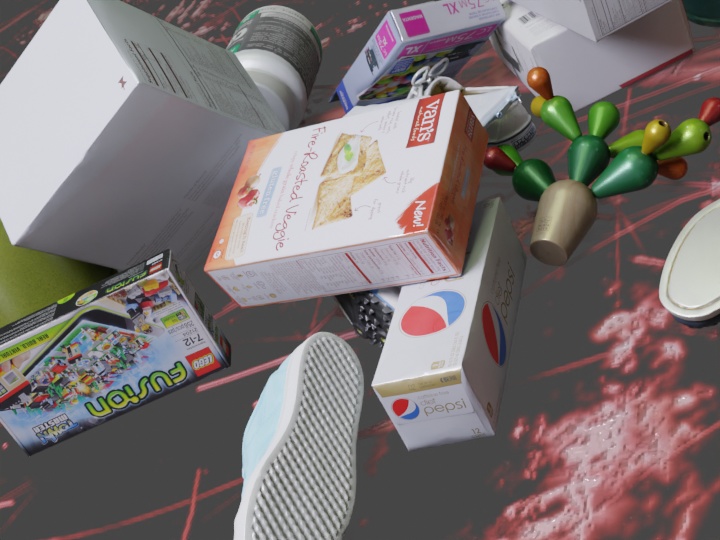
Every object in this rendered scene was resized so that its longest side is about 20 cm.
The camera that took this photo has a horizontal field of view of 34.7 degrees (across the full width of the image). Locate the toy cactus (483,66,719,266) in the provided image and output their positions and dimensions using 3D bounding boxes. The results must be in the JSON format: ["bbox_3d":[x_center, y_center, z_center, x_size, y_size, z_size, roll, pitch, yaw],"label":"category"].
[{"bbox_3d":[0.174,-0.081,0.904,0.199,0.102,0.166,5,52,33],"label":"toy cactus"}]

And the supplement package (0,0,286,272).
[{"bbox_3d":[-0.210,-0.118,1.052,0.191,0.200,0.147,-47,57,19],"label":"supplement package"}]

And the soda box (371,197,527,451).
[{"bbox_3d":[0.069,0.033,0.826,0.068,0.064,0.200,-14,32,25],"label":"soda box"}]

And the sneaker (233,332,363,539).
[{"bbox_3d":[-0.049,0.138,0.776,0.082,0.074,0.201,-44,19,42],"label":"sneaker"}]

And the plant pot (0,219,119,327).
[{"bbox_3d":[-0.351,-0.001,1.114,0.199,0.193,0.201,-21,30,13],"label":"plant pot"}]

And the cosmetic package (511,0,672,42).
[{"bbox_3d":[0.192,-0.264,1.036,0.082,0.051,0.200,-27,30,-5],"label":"cosmetic package"}]

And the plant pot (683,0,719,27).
[{"bbox_3d":[0.368,-0.359,1.065,0.199,0.189,0.200,-21,30,12],"label":"plant pot"}]

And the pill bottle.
[{"bbox_3d":[-0.111,-0.219,1.339,0.113,0.113,0.200,-18,30,18],"label":"pill bottle"}]

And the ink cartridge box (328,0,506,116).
[{"bbox_3d":[0.051,-0.209,1.156,0.119,0.042,0.200,-18,-8,-24],"label":"ink cartridge box"}]

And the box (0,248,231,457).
[{"bbox_3d":[-0.221,0.071,0.972,0.199,0.110,0.035,-25,29,8],"label":"box"}]

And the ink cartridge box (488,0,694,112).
[{"bbox_3d":[0.211,-0.244,1.125,0.146,0.083,0.200,-26,29,3],"label":"ink cartridge box"}]

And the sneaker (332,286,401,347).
[{"bbox_3d":[0.000,0.000,0.935,0.072,0.072,0.200,-31,31,-11],"label":"sneaker"}]

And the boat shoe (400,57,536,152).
[{"bbox_3d":[0.077,-0.162,1.108,0.075,0.086,0.202,-40,30,-20],"label":"boat shoe"}]

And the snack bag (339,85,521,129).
[{"bbox_3d":[0.017,-0.101,0.998,0.199,0.021,0.189,1,37,46],"label":"snack bag"}]

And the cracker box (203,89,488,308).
[{"bbox_3d":[-0.010,-0.052,0.874,0.199,0.058,0.135,-9,50,31],"label":"cracker box"}]

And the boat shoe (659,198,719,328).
[{"bbox_3d":[0.267,-0.031,0.753,0.075,0.062,0.200,25,66,37],"label":"boat shoe"}]

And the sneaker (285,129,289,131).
[{"bbox_3d":[-0.049,-0.078,1.120,0.083,0.081,0.200,-17,37,-8],"label":"sneaker"}]
